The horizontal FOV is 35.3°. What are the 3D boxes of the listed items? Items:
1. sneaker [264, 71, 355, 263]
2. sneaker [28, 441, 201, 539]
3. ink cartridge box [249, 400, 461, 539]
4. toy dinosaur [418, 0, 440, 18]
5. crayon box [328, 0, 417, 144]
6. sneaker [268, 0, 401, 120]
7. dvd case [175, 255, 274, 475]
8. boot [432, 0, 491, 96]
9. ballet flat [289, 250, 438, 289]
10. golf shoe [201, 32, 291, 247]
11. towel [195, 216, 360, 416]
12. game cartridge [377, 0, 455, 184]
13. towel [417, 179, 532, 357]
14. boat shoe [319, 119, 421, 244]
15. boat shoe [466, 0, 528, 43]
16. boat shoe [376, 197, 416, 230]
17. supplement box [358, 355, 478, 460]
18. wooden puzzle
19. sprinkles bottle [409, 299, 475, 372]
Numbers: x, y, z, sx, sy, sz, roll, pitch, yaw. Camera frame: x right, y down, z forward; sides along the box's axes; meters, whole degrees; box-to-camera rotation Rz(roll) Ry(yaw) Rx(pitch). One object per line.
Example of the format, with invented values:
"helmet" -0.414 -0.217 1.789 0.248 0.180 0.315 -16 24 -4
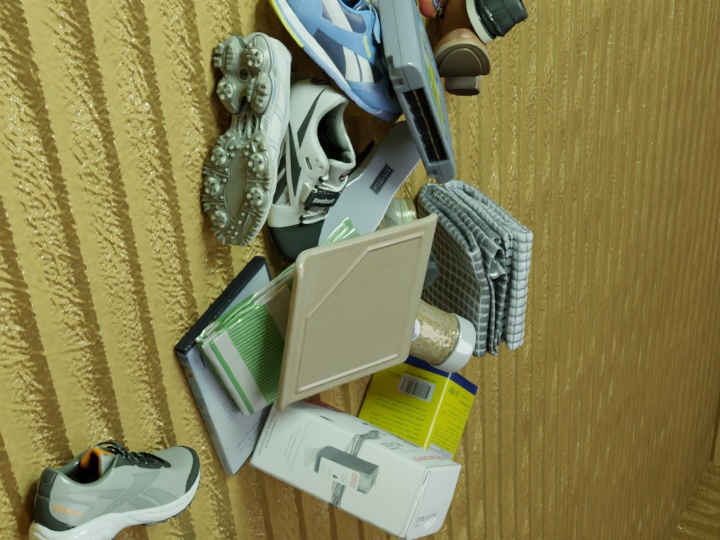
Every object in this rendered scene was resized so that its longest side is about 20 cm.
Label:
"sneaker" -0.048 -0.094 1.161 0.074 0.088 0.203 -25 125 -45
"sneaker" -0.215 0.192 1.033 0.199 0.073 0.081 -14 112 -57
"ink cartridge box" -0.002 0.219 1.268 0.086 0.198 0.145 -67 159 1
"toy dinosaur" 0.078 -0.380 1.237 0.183 0.198 0.105 -60 -174 -7
"crayon box" 0.013 -0.258 1.227 0.126 0.051 0.202 -50 143 -36
"sneaker" -0.006 -0.226 1.120 0.082 0.074 0.200 -42 132 7
"dvd case" -0.123 0.103 1.204 0.143 0.017 0.202 -51 144 -34
"boot" 0.116 -0.301 1.326 0.200 0.072 0.158 38 53 -85
"ballet flat" 0.000 0.000 1.246 0.197 0.057 0.067 -4 131 -36
"golf shoe" -0.095 -0.124 1.086 0.097 0.077 0.204 -19 122 -63
"towel" -0.066 0.053 1.167 0.199 0.023 0.153 -39 140 -14
"game cartridge" 0.060 -0.200 1.186 0.201 0.040 0.135 62 15 -56
"towel" 0.133 -0.003 1.431 0.084 0.200 0.168 -10 120 -20
"boat shoe" 0.001 -0.086 1.280 0.069 0.056 0.200 45 76 -14
"boat shoe" 0.159 -0.335 1.295 0.074 0.062 0.203 48 29 -31
"boat shoe" 0.025 0.009 1.382 0.062 0.073 0.204 1 114 -15
"supplement box" 0.061 0.220 1.495 0.109 0.108 0.203 37 71 -59
"wooden puzzle" -0.008 0.038 1.171 0.198 0.037 0.187 -20 133 -39
"sprinkles bottle" 0.042 0.057 1.327 0.198 0.068 0.069 24 82 -28
